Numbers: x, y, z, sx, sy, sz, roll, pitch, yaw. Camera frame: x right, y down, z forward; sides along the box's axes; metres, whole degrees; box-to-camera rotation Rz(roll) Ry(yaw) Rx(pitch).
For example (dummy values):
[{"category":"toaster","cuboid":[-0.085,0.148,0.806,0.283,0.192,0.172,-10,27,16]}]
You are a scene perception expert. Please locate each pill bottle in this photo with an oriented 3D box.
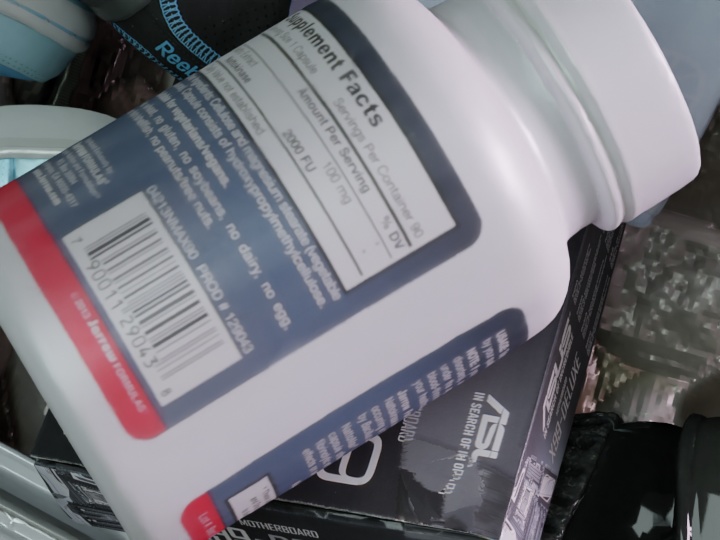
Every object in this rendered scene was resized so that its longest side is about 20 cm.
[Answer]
[{"category":"pill bottle","cuboid":[-0.007,-0.014,0.806,0.200,0.120,0.120,-31,77,-6]}]

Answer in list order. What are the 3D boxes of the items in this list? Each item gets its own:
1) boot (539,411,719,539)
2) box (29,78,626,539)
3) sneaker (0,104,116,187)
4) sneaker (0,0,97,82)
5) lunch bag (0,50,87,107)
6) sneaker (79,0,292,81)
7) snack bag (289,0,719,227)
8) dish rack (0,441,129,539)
[{"category":"boot","cuboid":[0.047,0.139,0.896,0.157,0.079,0.212,2,71,15]},{"category":"box","cuboid":[0.000,0.000,0.900,0.157,0.050,0.200,9,61,19]},{"category":"sneaker","cuboid":[-0.156,0.013,0.881,0.199,0.074,0.082,-19,56,11]},{"category":"sneaker","cuboid":[-0.191,-0.063,0.863,0.199,0.080,0.131,18,93,1]},{"category":"lunch bag","cuboid":[-0.172,-0.105,0.962,0.167,0.139,0.201,18,94,1]},{"category":"sneaker","cuboid":[-0.031,-0.138,0.891,0.073,0.082,0.200,-18,36,47]},{"category":"snack bag","cuboid":[0.062,-0.122,0.913,0.188,0.021,0.200,23,70,16]},{"category":"dish rack","cuboid":[-0.184,0.124,0.951,0.200,0.044,0.172,28,108,-1]}]
